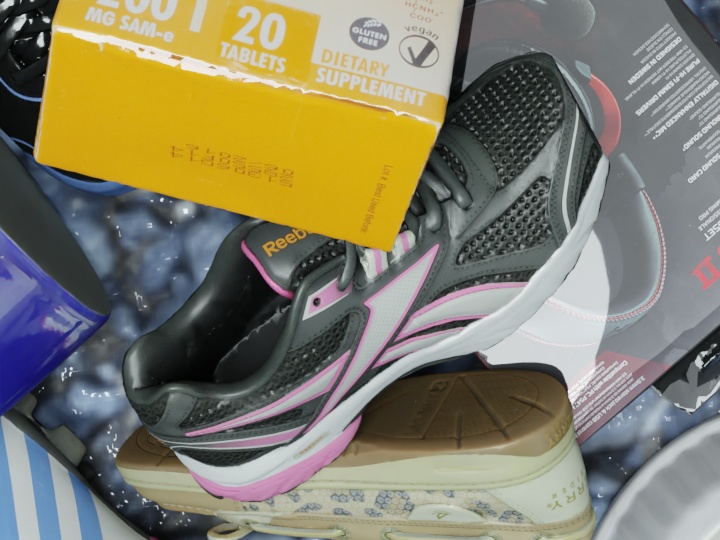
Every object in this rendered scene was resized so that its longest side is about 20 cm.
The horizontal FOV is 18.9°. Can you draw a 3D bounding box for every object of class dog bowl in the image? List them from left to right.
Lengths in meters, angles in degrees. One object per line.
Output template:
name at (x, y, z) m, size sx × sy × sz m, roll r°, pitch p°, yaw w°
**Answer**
dog bowl at (-0.182, -0.034, 0.790) m, size 0.079 × 0.200 × 0.200 m, roll -39°, pitch 90°, yaw 1°

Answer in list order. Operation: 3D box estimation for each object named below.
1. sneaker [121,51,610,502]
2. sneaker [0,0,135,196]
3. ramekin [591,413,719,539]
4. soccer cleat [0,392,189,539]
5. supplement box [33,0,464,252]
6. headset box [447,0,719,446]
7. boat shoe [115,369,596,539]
sneaker at (0.000, 0.000, 0.751) m, size 0.200 × 0.086 × 0.080 m, roll -46°, pitch 57°, yaw 4°
sneaker at (-0.148, -0.115, 0.846) m, size 0.070 × 0.078 × 0.201 m, roll -35°, pitch 90°, yaw 4°
ramekin at (0.182, 0.151, 0.833) m, size 0.201 × 0.094 × 0.204 m, roll 0°, pitch 92°, yaw 4°
soccer cleat at (-0.104, 0.131, 0.840) m, size 0.200 × 0.070 × 0.086 m, roll 38°, pitch 72°, yaw 19°
supplement box at (-0.026, -0.118, 0.732) m, size 0.125 × 0.074 × 0.201 m, roll 13°, pitch 54°, yaw -5°
headset box at (0.083, -0.037, 0.840) m, size 0.148 × 0.075 × 0.200 m, roll -40°, pitch 90°, yaw 3°
boat shoe at (-0.007, 0.080, 0.826) m, size 0.199 × 0.073 × 0.063 m, roll -2°, pitch 120°, yaw 35°
